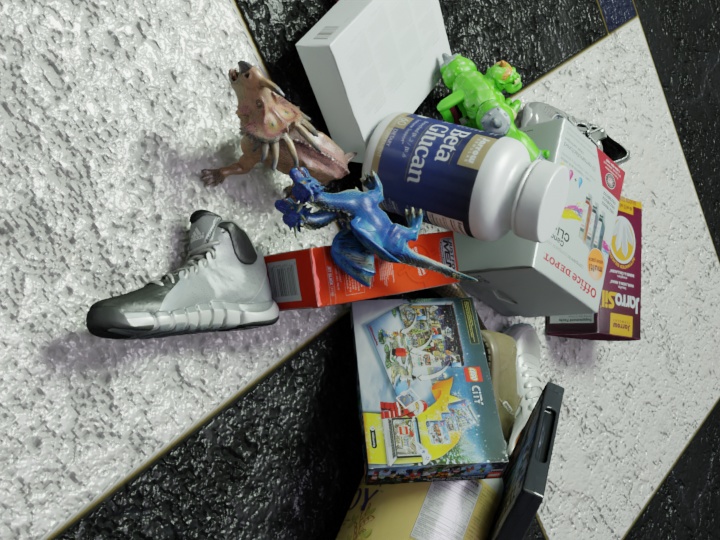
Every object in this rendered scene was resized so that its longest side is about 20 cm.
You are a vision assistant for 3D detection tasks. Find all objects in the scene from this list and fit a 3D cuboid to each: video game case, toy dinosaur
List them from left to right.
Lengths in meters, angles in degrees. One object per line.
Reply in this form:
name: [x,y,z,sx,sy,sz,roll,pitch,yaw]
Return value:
toy dinosaur: [-0.062,-0.119,0.806,0.200,0.135,0.086,15,76,-39]
video game case: [0.164,0.246,0.891,0.181,0.025,0.200,-54,164,-57]

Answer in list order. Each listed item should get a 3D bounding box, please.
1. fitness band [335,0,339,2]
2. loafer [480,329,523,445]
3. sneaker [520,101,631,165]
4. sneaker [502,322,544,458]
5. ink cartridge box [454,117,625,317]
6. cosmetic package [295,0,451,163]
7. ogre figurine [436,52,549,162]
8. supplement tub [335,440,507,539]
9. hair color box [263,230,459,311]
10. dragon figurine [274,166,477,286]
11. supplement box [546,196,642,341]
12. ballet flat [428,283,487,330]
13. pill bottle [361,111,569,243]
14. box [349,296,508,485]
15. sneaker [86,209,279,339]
fitness band: [0.021,-0.381,0.971,0.200,0.037,0.144,-30,108,-37]
loafer: [0.155,0.163,0.975,0.067,0.076,0.200,-11,115,-33]
sneaker: [0.303,-0.192,1.159,0.200,0.082,0.075,14,77,-39]
sneaker: [0.206,0.164,1.043,0.076,0.081,0.200,22,71,-35]
ink cartridge box: [0.217,-0.058,1.032,0.145,0.145,0.200,30,68,-36]
cosmetic package: [0.024,-0.239,0.916,0.200,0.052,0.151,-53,138,-31]
ogre figurine: [0.150,-0.178,0.956,0.120,0.098,0.200,40,37,-47]
supplement tub: [0.064,0.254,0.870,0.145,0.145,0.200,42,60,-30]
hair color box: [0.000,0.000,0.870,0.200,0.101,0.061,-9,91,-40]
dragon figurine: [0.011,-0.027,0.774,0.200,0.059,0.099,44,46,-7]
supplement box: [0.330,-0.004,1.161,0.110,0.086,0.200,10,80,-40]
ballet flat: [0.114,0.054,0.996,0.046,0.067,0.200,-38,117,-2]
pill bottle: [0.112,-0.095,0.877,0.111,0.200,0.111,-41,141,-45]
box: [0.064,0.118,0.852,0.136,0.038,0.200,-1,51,-7]
sneaker: [-0.164,0.001,0.757,0.200,0.075,0.116,0,81,-51]
